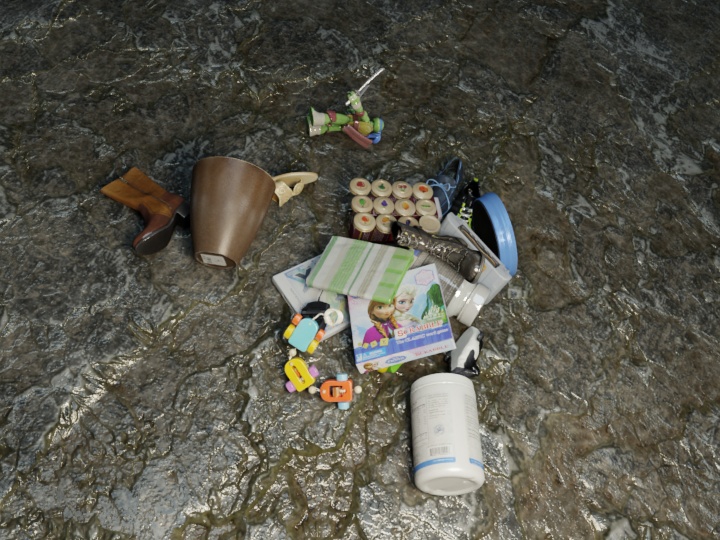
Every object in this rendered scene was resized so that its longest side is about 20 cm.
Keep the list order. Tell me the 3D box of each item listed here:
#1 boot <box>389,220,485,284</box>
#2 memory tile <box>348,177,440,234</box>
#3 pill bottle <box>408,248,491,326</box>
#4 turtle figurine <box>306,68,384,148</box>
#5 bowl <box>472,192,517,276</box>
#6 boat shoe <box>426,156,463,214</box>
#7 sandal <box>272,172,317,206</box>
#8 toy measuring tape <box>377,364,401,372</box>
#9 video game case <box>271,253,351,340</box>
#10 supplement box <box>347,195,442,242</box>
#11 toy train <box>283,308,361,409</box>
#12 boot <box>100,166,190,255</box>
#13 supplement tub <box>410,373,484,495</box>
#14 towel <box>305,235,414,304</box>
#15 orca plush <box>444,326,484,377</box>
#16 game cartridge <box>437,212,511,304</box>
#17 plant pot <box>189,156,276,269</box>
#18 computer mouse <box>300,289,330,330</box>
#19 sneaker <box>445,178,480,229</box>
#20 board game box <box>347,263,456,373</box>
[{"bbox_3d":[0.152,-0.043,1.472,0.174,0.069,0.200,16,15,-21],"label":"boot"},{"bbox_3d":[0.076,-0.144,1.591,0.199,0.017,0.154,3,56,-12],"label":"memory tile"},{"bbox_3d":[0.181,0.032,1.566,0.200,0.114,0.114,33,55,11],"label":"pill bottle"},{"bbox_3d":[-0.041,-0.417,1.815,0.193,0.201,0.144,-8,23,-14],"label":"turtle figurine"},{"bbox_3d":[0.304,-0.077,1.623,0.039,0.201,0.201,-14,59,-4],"label":"bowl"},{"bbox_3d":[0.201,-0.213,1.764,0.084,0.069,0.200,12,48,14],"label":"boat shoe"},{"bbox_3d":[-0.203,-0.183,1.665,0.211,0.078,0.070,-4,76,-9],"label":"sandal"},{"bbox_3d":[0.095,0.135,1.490,0.073,0.074,0.200,38,63,14],"label":"toy measuring tape"},{"bbox_3d":[-0.064,0.045,1.554,0.200,0.022,0.182,-25,65,-27],"label":"video game case"},{"bbox_3d":[0.078,-0.118,1.650,0.199,0.109,0.061,0,57,-15],"label":"supplement box"},{"bbox_3d":[-0.078,0.176,1.412,0.150,0.056,0.201,-7,92,4],"label":"toy train"},{"bbox_3d":[-0.490,-0.138,1.555,0.200,0.069,0.188,32,55,11],"label":"boot"},{"bbox_3d":[0.163,0.314,1.352,0.131,0.132,0.201,7,54,-9],"label":"supplement tub"},{"bbox_3d":[0.000,0.000,1.509,0.199,0.031,0.149,13,54,24],"label":"towel"},{"bbox_3d":[0.235,0.188,1.472,0.071,0.105,0.200,48,13,-5],"label":"orca plush"},{"bbox_3d":[0.241,-0.021,1.602,0.041,0.133,0.200,-31,73,-37],"label":"game cartridge"},{"bbox_3d":[-0.294,-0.111,1.532,0.186,0.187,0.201,11,68,-5],"label":"plant pot"},{"bbox_3d":[-0.085,0.063,1.510,0.058,0.034,0.200,-1,47,17],"label":"computer mouse"},{"bbox_3d":[0.251,-0.150,1.729,0.071,0.083,0.200,18,53,1],"label":"sneaker"},{"bbox_3d":[0.078,0.095,1.447,0.199,0.041,0.200,-16,48,8],"label":"board game box"}]
